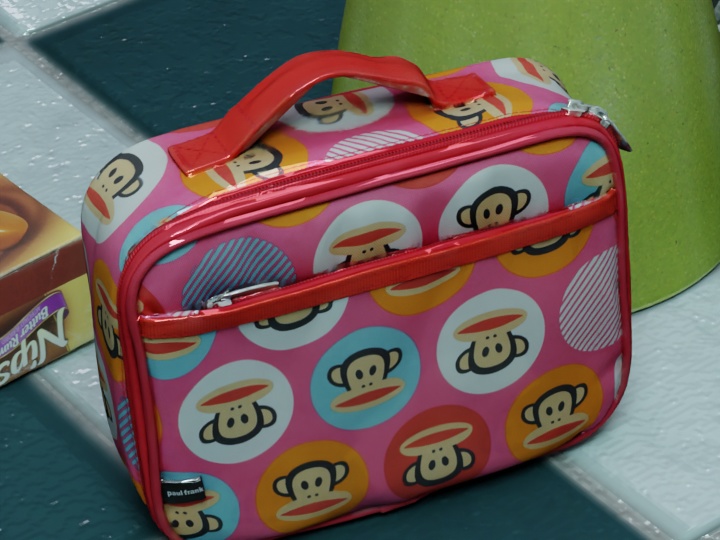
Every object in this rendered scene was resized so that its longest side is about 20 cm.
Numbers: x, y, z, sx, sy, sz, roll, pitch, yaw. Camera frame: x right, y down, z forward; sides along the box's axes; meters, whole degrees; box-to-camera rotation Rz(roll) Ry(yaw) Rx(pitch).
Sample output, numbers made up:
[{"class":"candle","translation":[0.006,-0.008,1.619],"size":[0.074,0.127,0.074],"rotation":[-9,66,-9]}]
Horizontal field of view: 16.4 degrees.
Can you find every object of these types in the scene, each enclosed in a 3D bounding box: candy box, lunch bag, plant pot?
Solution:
[{"class":"candy box","translation":[-0.215,-0.011,1.061],"size":[0.116,0.057,0.200],"rotation":[-28,40,-29]},{"class":"lunch bag","translation":[0.000,0.000,0.914],"size":[0.199,0.177,0.082],"rotation":[-16,36,-15]},{"class":"plant pot","translation":[0.069,-0.112,1.046],"size":[0.186,0.201,0.187],"rotation":[-3,34,2]}]

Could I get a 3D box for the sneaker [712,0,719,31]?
[{"class":"sneaker","translation":[0.133,-0.153,1.153],"size":[0.199,0.088,0.074],"rotation":[-9,38,30]}]
